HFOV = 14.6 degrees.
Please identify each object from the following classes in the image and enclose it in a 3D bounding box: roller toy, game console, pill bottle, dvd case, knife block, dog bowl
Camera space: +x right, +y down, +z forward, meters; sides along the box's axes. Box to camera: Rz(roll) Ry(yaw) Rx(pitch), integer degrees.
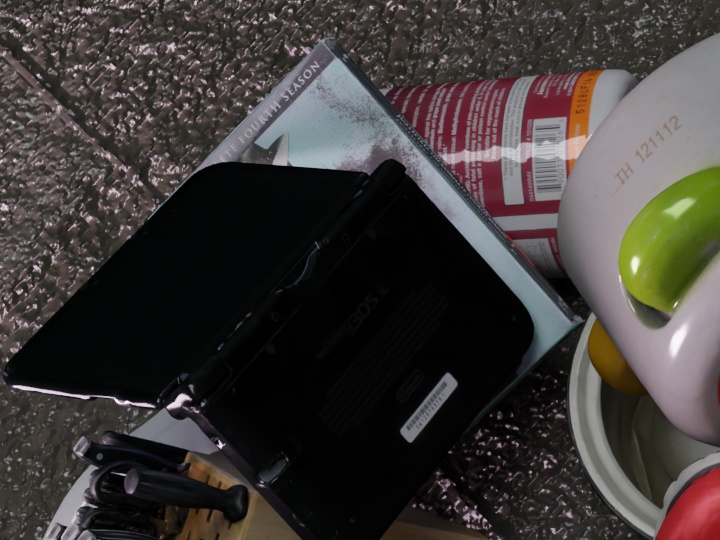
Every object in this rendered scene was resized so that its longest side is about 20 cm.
[{"bbox_3d":[0.191,-0.020,1.319,0.182,0.200,0.140,-26,55,-10],"label":"roller toy"},{"bbox_3d":[-0.041,0.040,1.388,0.116,0.176,0.200,-34,11,48],"label":"game console"},{"bbox_3d":[0.054,-0.047,1.515,0.199,0.110,0.110,-3,63,20],"label":"pill bottle"},{"bbox_3d":[0.000,0.000,1.471,0.146,0.022,0.200,-44,80,20],"label":"dvd case"},{"bbox_3d":[-0.047,0.137,1.388,0.200,0.176,0.064,20,96,9],"label":"knife block"},{"bbox_3d":[0.209,0.068,1.416,0.200,0.074,0.201,-9,60,16],"label":"dog bowl"}]

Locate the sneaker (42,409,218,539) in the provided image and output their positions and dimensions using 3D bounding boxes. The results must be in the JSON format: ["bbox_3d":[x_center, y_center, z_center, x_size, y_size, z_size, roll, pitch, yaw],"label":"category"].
[{"bbox_3d":[-0.092,0.124,1.503,0.200,0.073,0.085,-47,55,-9],"label":"sneaker"}]

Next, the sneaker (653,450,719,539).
[{"bbox_3d":[0.155,0.169,1.321,0.077,0.200,0.085,25,40,2],"label":"sneaker"}]
